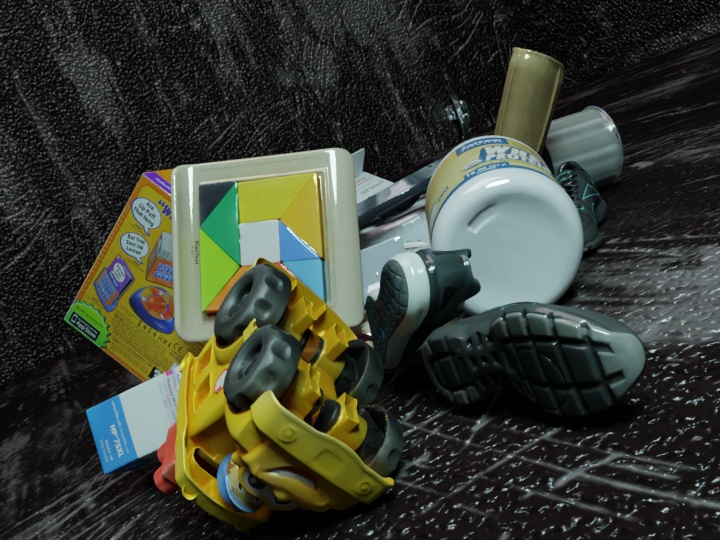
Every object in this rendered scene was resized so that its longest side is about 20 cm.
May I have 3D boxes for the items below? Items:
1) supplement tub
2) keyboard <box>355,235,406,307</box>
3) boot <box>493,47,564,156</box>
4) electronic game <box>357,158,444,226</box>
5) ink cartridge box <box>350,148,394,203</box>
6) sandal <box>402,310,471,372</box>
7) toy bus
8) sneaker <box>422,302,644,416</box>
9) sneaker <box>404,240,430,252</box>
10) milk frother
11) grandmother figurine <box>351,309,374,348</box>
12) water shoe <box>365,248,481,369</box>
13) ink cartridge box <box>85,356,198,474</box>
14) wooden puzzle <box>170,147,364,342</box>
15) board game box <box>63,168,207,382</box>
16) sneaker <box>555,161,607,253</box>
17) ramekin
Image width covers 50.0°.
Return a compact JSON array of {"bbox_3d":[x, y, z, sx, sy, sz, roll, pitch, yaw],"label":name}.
[{"bbox_3d":[0.138,-0.053,0.786,0.142,0.147,0.201,-23,20,11],"label":"supplement tub"},{"bbox_3d":[-0.040,0.025,0.811,0.196,0.058,0.011,-21,-11,3],"label":"keyboard"},{"bbox_3d":[0.211,-0.148,0.944,0.065,0.205,0.174,19,9,32],"label":"boot"},{"bbox_3d":[0.050,-0.100,1.074,0.197,0.042,0.200,-28,3,2],"label":"electronic game"},{"bbox_3d":[-0.006,-0.077,1.228,0.066,0.204,0.117,22,35,27],"label":"ink cartridge box"},{"bbox_3d":[0.081,0.036,0.796,0.079,0.058,0.201,-27,11,20],"label":"sandal"},{"bbox_3d":[-0.081,0.119,0.580,0.192,0.135,0.201,-43,26,11],"label":"toy bus"},{"bbox_3d":[0.121,0.048,0.537,0.078,0.077,0.199,-27,9,-28],"label":"sneaker"},{"bbox_3d":[0.081,0.004,0.942,0.197,0.078,0.085,-22,14,27],"label":"sneaker"},{"bbox_3d":[0.238,-0.186,1.110,0.184,0.205,0.180,-17,-1,-13],"label":"milk frother"},{"bbox_3d":[-0.026,0.097,0.781,0.119,0.062,0.199,-8,15,37],"label":"grandmother figurine"},{"bbox_3d":[0.052,0.038,0.669,0.077,0.073,0.200,-10,-14,-9],"label":"water shoe"},{"bbox_3d":[-0.156,0.132,0.779,0.196,0.069,0.116,-25,-14,8],"label":"ink cartridge box"},{"bbox_3d":[-0.099,-0.029,0.797,0.194,0.190,0.037,-5,-10,2],"label":"wooden puzzle"},{"bbox_3d":[-0.191,0.016,0.943,0.202,0.198,0.200,-55,-3,15],"label":"board game box"},{"bbox_3d":[0.238,-0.068,0.896,0.074,0.081,0.200,-19,13,26],"label":"sneaker"},{"bbox_3d":[0.077,-0.040,1.119,0.197,0.100,0.201,-25,9,4],"label":"ramekin"}]
